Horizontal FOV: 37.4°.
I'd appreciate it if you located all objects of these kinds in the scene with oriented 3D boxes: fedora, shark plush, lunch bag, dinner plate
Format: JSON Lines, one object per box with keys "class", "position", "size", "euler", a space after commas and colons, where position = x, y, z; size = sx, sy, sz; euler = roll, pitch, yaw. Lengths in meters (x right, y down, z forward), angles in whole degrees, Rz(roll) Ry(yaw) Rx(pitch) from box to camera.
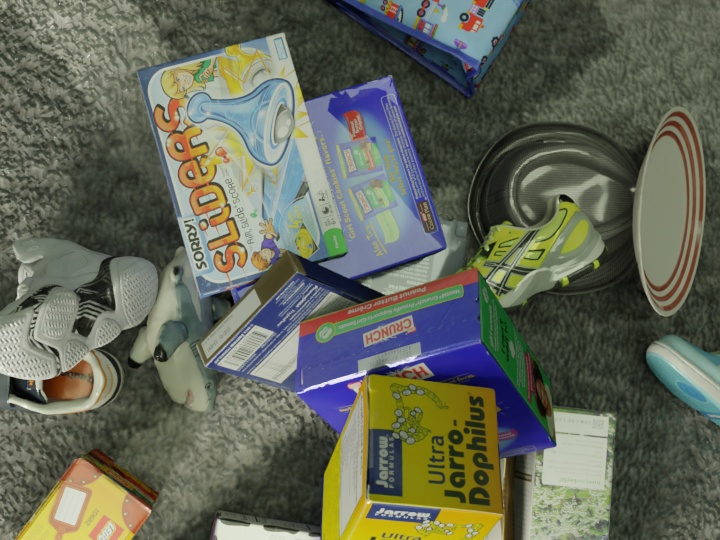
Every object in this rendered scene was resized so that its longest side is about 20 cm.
{"class": "fedora", "position": [0.209, -0.068, 1.046], "size": [0.198, 0.090, 0.179], "euler": [9, 83, -8]}
{"class": "shark plush", "position": [-0.157, 0.029, 1.015], "size": [0.083, 0.091, 0.202], "euler": [20, 60, -25]}
{"class": "lunch bag", "position": [0.068, -0.297, 1.058], "size": [0.199, 0.094, 0.151], "euler": [32, 83, 5]}
{"class": "dinner plate", "position": [0.297, -0.057, 1.034], "size": [0.024, 0.200, 0.202], "euler": [6, 81, 32]}

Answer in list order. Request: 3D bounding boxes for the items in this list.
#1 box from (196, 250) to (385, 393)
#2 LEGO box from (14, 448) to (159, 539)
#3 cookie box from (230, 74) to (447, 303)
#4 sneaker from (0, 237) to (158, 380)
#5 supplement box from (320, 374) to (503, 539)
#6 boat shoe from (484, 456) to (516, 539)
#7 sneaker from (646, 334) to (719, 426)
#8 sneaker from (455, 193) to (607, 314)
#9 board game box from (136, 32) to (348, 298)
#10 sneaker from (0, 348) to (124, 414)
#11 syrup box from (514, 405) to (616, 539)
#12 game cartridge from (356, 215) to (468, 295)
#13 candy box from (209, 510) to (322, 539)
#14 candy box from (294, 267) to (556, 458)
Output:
{"class": "box", "position": [-0.037, 0.059, 0.956], "size": [0.121, 0.199, 0.033], "euler": [-44, 51, 17]}
{"class": "LEGO box", "position": [-0.265, 0.258, 0.912], "size": [0.077, 0.149, 0.201], "euler": [37, 81, -3]}
{"class": "cookie box", "position": [-0.043, -0.067, 0.982], "size": [0.198, 0.075, 0.173], "euler": [-17, 87, -10]}
{"class": "sneaker", "position": [-0.275, 0.029, 0.918], "size": [0.114, 0.200, 0.076], "euler": [15, 113, 24]}
{"class": "supplement box", "position": [0.036, 0.186, 0.884], "size": [0.108, 0.201, 0.110], "euler": [7, 55, -9]}
{"class": "boat shoe", "position": [0.112, 0.198, 1.016], "size": [0.069, 0.071, 0.202], "euler": [-1, 71, 17]}
{"class": "sneaker", "position": [0.387, 0.091, 1.066], "size": [0.199, 0.079, 0.131], "euler": [34, 82, -14]}
{"class": "sneaker", "position": [0.124, 0.001, 0.973], "size": [0.199, 0.075, 0.077], "euler": [-28, 93, -7]}
{"class": "board game box", "position": [-0.103, -0.091, 0.921], "size": [0.134, 0.034, 0.202], "euler": [-17, 86, -8]}
{"class": "sneaker", "position": [-0.317, 0.088, 0.959], "size": [0.198, 0.079, 0.079], "euler": [3, 84, -7]}
{"class": "syrup box", "position": [0.190, 0.232, 1.018], "size": [0.078, 0.081, 0.202], "euler": [6, 84, -6]}
{"class": "game cartridge", "position": [0.000, 0.000, 1.037], "size": [0.198, 0.040, 0.135], "euler": [11, 79, -7]}
{"class": "candy box", "position": [-0.051, 0.322, 0.977], "size": [0.198, 0.072, 0.170], "euler": [10, 82, -8]}
{"class": "candy box", "position": [0.061, 0.100, 0.925], "size": [0.168, 0.200, 0.078], "euler": [-16, 52, 20]}
